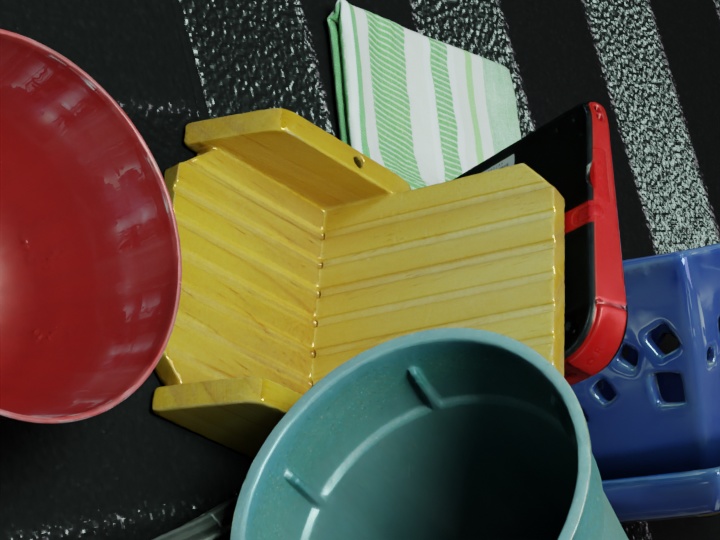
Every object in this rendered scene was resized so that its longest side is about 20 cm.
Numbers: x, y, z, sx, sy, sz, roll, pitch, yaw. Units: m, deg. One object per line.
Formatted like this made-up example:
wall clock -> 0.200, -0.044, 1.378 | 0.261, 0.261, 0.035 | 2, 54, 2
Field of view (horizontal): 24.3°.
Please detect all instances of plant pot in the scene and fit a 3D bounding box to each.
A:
plant pot -> 0.210, 0.079, 1.192 | 0.200, 0.200, 0.180 | -8, 85, -50
plant pot -> 0.066, 0.168, 0.903 | 0.196, 0.200, 0.201 | 51, 39, -42

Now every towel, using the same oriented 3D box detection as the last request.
towel -> 0.055, -0.109, 1.237 | 0.200, 0.023, 0.153 | 14, 62, -44

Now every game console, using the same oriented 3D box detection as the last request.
game console -> 0.093, 0.005, 1.086 | 0.031, 0.200, 0.177 | 21, 58, -32

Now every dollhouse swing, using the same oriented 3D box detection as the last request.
dollhouse swing -> 0.000, 0.000, 1.002 | 0.182, 0.176, 0.200 | 29, 53, -37

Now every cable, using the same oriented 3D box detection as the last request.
cable -> -0.063, 0.147, 0.926 | 0.050, 0.097, 0.200 | 47, 34, 16

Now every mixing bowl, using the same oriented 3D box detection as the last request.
mixing bowl -> -0.199, -0.009, 0.833 | 0.200, 0.108, 0.201 | 24, 55, -41
